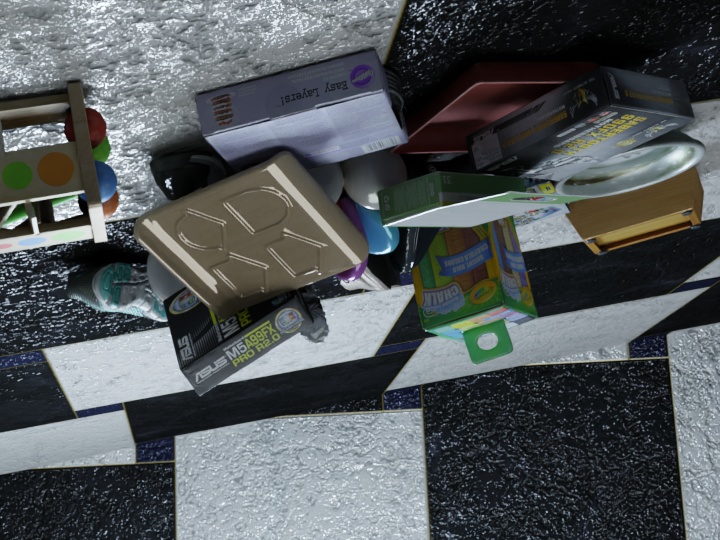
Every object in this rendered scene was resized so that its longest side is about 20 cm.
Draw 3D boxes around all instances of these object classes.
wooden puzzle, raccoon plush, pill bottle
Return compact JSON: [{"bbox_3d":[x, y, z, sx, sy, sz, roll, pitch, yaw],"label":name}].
[{"bbox_3d":[-0.118,-0.042,1.527,0.200,0.046,0.185,-24,134,20],"label":"wooden puzzle"},{"bbox_3d":[-0.091,0.070,1.820,0.097,0.200,0.134,-22,134,-1],"label":"raccoon plush"},{"bbox_3d":[-0.214,0.014,1.868,0.116,0.117,0.200,-12,166,0],"label":"pill bottle"}]

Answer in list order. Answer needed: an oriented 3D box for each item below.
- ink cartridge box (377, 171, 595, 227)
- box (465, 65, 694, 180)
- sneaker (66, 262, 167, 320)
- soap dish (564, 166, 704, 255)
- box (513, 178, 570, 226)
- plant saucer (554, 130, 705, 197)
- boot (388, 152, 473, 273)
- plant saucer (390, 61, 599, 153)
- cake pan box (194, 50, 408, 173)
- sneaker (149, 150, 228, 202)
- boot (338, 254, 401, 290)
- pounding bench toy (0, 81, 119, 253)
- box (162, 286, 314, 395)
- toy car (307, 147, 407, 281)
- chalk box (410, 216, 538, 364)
[{"bbox_3d":[0.138,-0.086,1.549,0.145,0.048,0.200,0,170,-41],"label":"ink cartridge box"},{"bbox_3d":[0.242,-0.158,1.544,0.158,0.048,0.200,2,161,-44],"label":"box"},{"bbox_3d":[-0.330,0.026,1.923,0.091,0.078,0.200,0,168,24],"label":"sneaker"},{"bbox_3d":[0.409,-0.090,2.060,0.200,0.081,0.157,-17,166,15],"label":"soap dish"},{"bbox_3d":[0.209,-0.100,1.935,0.136,0.038,0.200,-15,167,13],"label":"box"},{"bbox_3d":[0.348,-0.150,1.823,0.200,0.050,0.200,-11,168,-3],"label":"plant saucer"},{"bbox_3d":[0.122,-0.080,1.758,0.168,0.076,0.200,-14,148,-16],"label":"boot"},{"bbox_3d":[0.158,-0.184,1.546,0.199,0.037,0.200,-5,166,-29],"label":"plant saucer"},{"bbox_3d":[-0.052,-0.156,1.447,0.200,0.052,0.184,-14,169,8],"label":"cake pan box"},{"bbox_3d":[-0.176,-0.061,1.583,0.075,0.116,0.200,-13,167,12],"label":"sneaker"},{"bbox_3d":[0.000,0.000,1.808,0.075,0.074,0.200,-15,170,8],"label":"boot"},{"bbox_3d":[-0.317,-0.082,1.356,0.156,0.124,0.200,-10,167,-10],"label":"pounding bench toy"},{"bbox_3d":[-0.150,0.049,1.667,0.160,0.044,0.200,-32,-154,1],"label":"box"},{"bbox_3d":[-0.038,-0.060,1.641,0.200,0.150,0.175,-5,165,-27],"label":"toy car"},{"bbox_3d":[0.150,0.022,1.858,0.124,0.200,0.124,-20,161,24],"label":"chalk box"}]
